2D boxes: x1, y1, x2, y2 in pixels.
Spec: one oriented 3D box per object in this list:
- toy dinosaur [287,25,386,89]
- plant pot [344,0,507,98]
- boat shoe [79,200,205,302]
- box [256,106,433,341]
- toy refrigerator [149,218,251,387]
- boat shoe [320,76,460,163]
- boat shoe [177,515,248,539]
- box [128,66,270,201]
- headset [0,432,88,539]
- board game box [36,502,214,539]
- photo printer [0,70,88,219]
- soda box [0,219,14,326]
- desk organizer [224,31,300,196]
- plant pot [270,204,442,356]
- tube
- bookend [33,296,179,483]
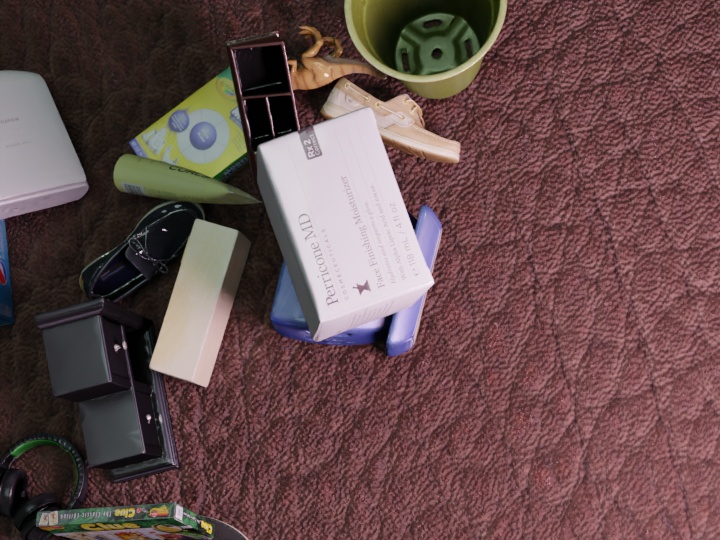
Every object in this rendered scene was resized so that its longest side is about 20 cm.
[{"bbox_3d":[-0.046,-0.269,1.694,0.197,0.060,0.108,-8,65,22],"label":"toy dinosaur"},{"bbox_3d":[0.091,-0.307,1.628,0.197,0.190,0.203,-1,80,8],"label":"plant pot"},{"bbox_3d":[-0.285,-0.021,1.684,0.199,0.062,0.075,-35,119,5],"label":"boat shoe"},{"bbox_3d":[-0.022,-0.044,1.395,0.129,0.200,0.202,-20,84,-7],"label":"box"},{"bbox_3d":[-0.210,0.042,1.667,0.069,0.076,0.203,15,83,11],"label":"toy refrigerator"},{"bbox_3d":[0.045,-0.200,1.674,0.198,0.074,0.070,23,89,13],"label":"boat shoe"},{"bbox_3d":[-0.157,0.380,1.603,0.201,0.063,0.074,41,92,16],"label":"boat shoe"},{"bbox_3d":[-0.198,-0.182,1.723,0.199,0.048,0.118,-37,77,-1],"label":"box"},{"bbox_3d":[-0.437,0.311,1.666,0.123,0.094,0.201,30,70,17],"label":"headset"},{"bbox_3d":[-0.292,0.317,1.591,0.197,0.105,0.024,-8,60,21],"label":"board game box"},{"bbox_3d":[-0.475,-0.175,1.717,0.165,0.069,0.202,-16,73,-34],"label":"photo printer"},{"bbox_3d":[-0.520,-0.025,1.733,0.067,0.064,0.203,-10,77,6],"label":"soda box"},{"bbox_3d":[-0.116,-0.196,1.643,0.071,0.077,0.203,-13,109,-8],"label":"desk organizer"},{"bbox_3d":[0.000,0.000,1.586,0.177,0.200,0.203,14,82,4],"label":"plant pot"},{"bbox_3d":[-0.225,-0.111,1.647,0.198,0.052,0.058,13,41,27],"label":"tube"},{"bbox_3d":[-0.313,0.154,1.598,0.091,0.200,0.202,-14,77,6],"label":"bookend"}]
